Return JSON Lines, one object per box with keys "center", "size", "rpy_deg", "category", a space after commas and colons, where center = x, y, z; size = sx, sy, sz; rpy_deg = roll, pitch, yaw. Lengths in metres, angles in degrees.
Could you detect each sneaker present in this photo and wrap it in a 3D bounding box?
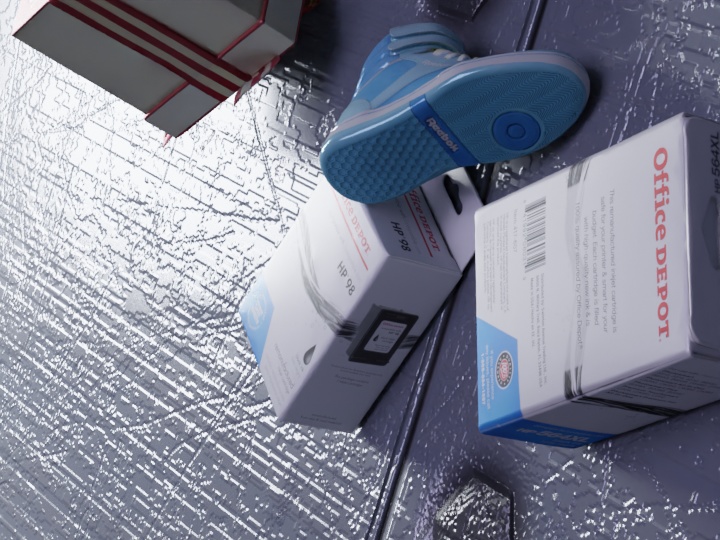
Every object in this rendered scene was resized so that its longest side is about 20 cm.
{"center": [0.068, -0.130, 1.719], "size": [0.199, 0.080, 0.131], "rpy_deg": [-17, 35, 28], "category": "sneaker"}

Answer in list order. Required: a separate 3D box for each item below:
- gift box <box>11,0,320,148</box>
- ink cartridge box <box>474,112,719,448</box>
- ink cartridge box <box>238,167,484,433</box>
{"center": [-0.143, -0.213, 1.964], "size": [0.184, 0.186, 0.201], "rpy_deg": [-30, 40, 47], "category": "gift box"}
{"center": [0.158, 0.011, 1.521], "size": [0.199, 0.084, 0.147], "rpy_deg": [-24, 60, 51], "category": "ink cartridge box"}
{"center": [0.000, 0.000, 1.786], "size": [0.201, 0.066, 0.116], "rpy_deg": [-57, 37, 30], "category": "ink cartridge box"}
